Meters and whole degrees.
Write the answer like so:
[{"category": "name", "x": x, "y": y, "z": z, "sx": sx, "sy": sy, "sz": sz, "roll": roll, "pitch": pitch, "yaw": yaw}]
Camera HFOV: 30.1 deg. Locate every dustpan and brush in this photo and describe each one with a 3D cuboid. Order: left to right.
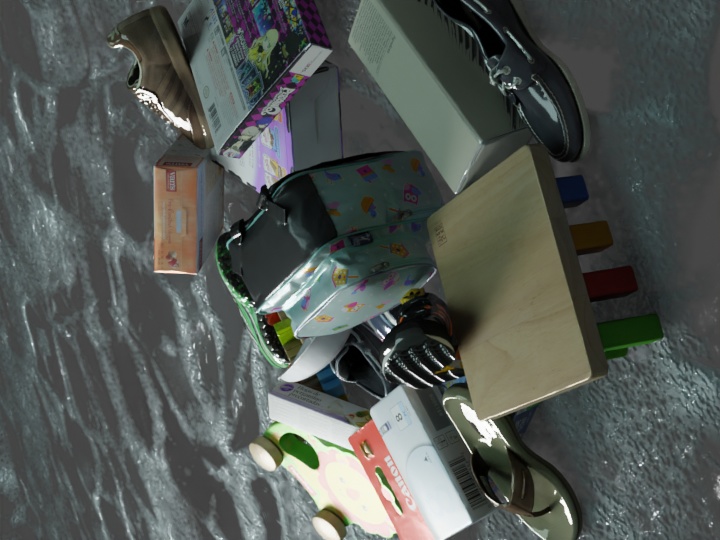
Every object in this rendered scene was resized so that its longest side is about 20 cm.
[{"category": "dustpan and brush", "x": -0.040, "y": 0.061, "z": 1.503, "sx": 0.057, "sy": 0.140, "sz": 0.200, "roll": 33, "pitch": 166, "yaw": -22}]

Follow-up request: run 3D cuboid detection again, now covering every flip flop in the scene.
[{"category": "flip flop", "x": 0.142, "y": 0.198, "z": 1.315, "sx": 0.081, "sy": 0.058, "sz": 0.200, "roll": -19, "pitch": 113, "yaw": 47}]

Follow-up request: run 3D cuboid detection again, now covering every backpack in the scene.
[{"category": "backpack", "x": -0.006, "y": -0.031, "z": 1.334, "sx": 0.153, "sy": 0.200, "sz": 0.176, "roll": 56, "pitch": 143, "yaw": 11}]

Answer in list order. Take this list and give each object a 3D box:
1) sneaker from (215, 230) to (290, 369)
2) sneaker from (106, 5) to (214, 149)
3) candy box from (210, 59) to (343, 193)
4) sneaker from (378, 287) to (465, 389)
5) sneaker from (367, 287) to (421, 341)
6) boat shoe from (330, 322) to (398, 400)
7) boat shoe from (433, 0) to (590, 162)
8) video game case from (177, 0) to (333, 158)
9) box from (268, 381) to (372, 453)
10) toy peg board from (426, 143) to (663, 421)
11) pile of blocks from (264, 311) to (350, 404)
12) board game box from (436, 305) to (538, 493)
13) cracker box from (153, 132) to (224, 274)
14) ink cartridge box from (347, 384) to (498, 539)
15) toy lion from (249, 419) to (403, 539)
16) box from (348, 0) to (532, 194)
[{"category": "sneaker", "x": -0.136, "y": 0.041, "z": 1.734, "sx": 0.200, "sy": 0.078, "sz": 0.085, "roll": 64, "pitch": 153, "yaw": 10}, {"category": "sneaker", "x": -0.225, "y": -0.212, "z": 1.524, "sx": 0.071, "sy": 0.075, "sz": 0.200, "roll": -110, "pitch": 1, "yaw": -45}, {"category": "candy box", "x": -0.103, "y": -0.178, "z": 1.538, "sx": 0.200, "sy": 0.071, "sz": 0.168, "roll": 35, "pitch": 137, "yaw": 46}, {"category": "sneaker", "x": 0.053, "y": 0.056, "z": 1.270, "sx": 0.200, "sy": 0.070, "sz": 0.090, "roll": 41, "pitch": -148, "yaw": -71}, {"category": "sneaker", "x": 0.000, "y": 0.000, "z": 1.474, "sx": 0.200, "sy": 0.070, "sz": 0.082, "roll": 60, "pitch": 149, "yaw": 21}, {"category": "boat shoe", "x": -0.004, "y": 0.098, "z": 1.545, "sx": 0.200, "sy": 0.068, "sz": 0.072, "roll": 34, "pitch": 136, "yaw": 50}, {"category": "boat shoe", "x": 0.125, "y": -0.172, "z": 1.145, "sx": 0.200, "sy": 0.063, "sz": 0.073, "roll": 62, "pitch": 151, "yaw": 13}, {"category": "video game case", "x": -0.119, "y": -0.253, "z": 1.437, "sx": 0.181, "sy": 0.036, "sz": 0.200, "roll": -45, "pitch": 51, "yaw": 35}, {"category": "box", "x": -0.019, "y": 0.181, "z": 1.586, "sx": 0.200, "sy": 0.039, "sz": 0.042, "roll": 16, "pitch": 123, "yaw": 30}, {"category": "toy peg board", "x": 0.164, "y": 0.012, "z": 1.184, "sx": 0.200, "sy": 0.098, "sz": 0.200, "roll": -36, "pitch": 65, "yaw": 61}, {"category": "pile of blocks", "x": -0.071, "y": 0.110, "z": 1.644, "sx": 0.082, "sy": 0.062, "sz": 0.200, "roll": 153, "pitch": 92, "yaw": -86}, {"category": "board game box", "x": 0.114, "y": 0.143, "z": 1.404, "sx": 0.135, "sy": 0.034, "sz": 0.200, "roll": 52, "pitch": 147, "yaw": 29}, {"category": "cracker box", "x": -0.212, "y": -0.090, "z": 1.671, "sx": 0.200, "sy": 0.058, "sz": 0.134, "roll": -80, "pitch": -6, "yaw": -71}, {"category": "ink cartridge box", "x": 0.051, "y": 0.223, "z": 1.456, "sx": 0.160, "sy": 0.047, "sz": 0.200, "roll": 61, "pitch": 143, "yaw": 13}, {"category": "toy lion", "x": -0.026, "y": 0.251, "z": 1.658, "sx": 0.200, "sy": 0.069, "sz": 0.192, "roll": 48, "pitch": 147, "yaw": -1}, {"category": "box", "x": 0.072, "y": -0.175, "z": 1.233, "sx": 0.200, "sy": 0.068, "sz": 0.082, "roll": 57, "pitch": 150, "yaw": 21}]
